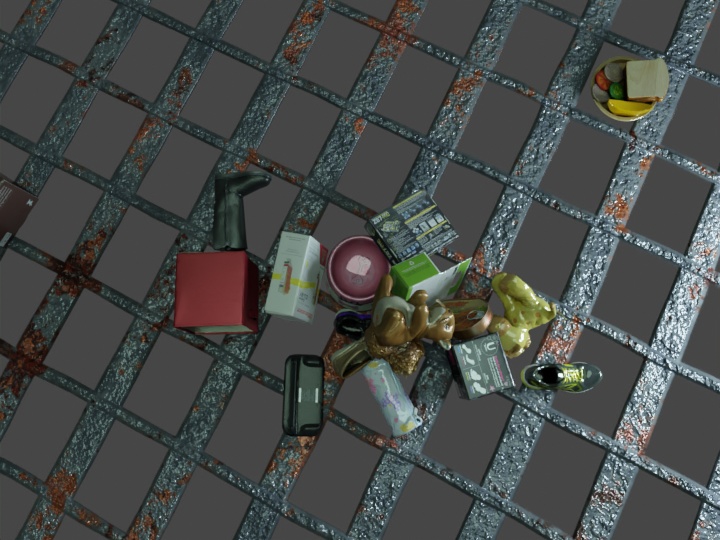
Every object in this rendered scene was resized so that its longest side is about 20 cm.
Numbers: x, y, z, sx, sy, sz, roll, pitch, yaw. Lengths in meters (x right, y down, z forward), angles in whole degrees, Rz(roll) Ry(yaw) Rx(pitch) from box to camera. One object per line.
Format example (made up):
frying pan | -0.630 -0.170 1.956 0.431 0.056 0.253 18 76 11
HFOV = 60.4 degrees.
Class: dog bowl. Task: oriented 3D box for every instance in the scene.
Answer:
dog bowl | 0.000 0.000 1.593 0.196 0.074 0.205 -1 79 3

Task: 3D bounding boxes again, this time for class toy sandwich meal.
toy sandwich meal | 0.719 -0.495 1.652 0.200 0.070 0.210 0 79 2

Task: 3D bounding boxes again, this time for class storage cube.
storage cube | -0.353 0.060 1.549 0.195 0.171 0.184 -3 78 3

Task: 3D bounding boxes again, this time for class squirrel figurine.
squirrel figurine | 0.115 0.137 1.409 0.183 0.142 0.203 13 118 -19

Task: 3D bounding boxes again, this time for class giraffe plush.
giraffe plush | 0.373 0.123 1.508 0.199 0.173 0.163 37 88 20

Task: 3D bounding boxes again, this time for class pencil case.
pencil case | 0.076 0.306 1.522 0.082 0.091 0.202 -22 76 -28

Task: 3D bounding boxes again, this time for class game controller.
game controller | -0.144 0.315 1.564 0.102 0.042 0.205 4 80 -12

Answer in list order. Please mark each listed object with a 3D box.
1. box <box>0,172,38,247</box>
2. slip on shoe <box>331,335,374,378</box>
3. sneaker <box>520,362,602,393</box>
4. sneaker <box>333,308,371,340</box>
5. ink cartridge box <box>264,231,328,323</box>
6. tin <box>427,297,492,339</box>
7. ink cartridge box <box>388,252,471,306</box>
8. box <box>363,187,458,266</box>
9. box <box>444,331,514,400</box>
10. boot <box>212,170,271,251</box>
box | -1.008 -0.194 1.628 0.198 0.164 0.168 31 82 8
slip on shoe | 0.023 0.188 1.483 0.197 0.077 0.061 -29 37 -3
sneaker | 0.498 0.264 1.515 0.195 0.085 0.076 -3 80 2
sneaker | 0.026 0.145 1.543 0.196 0.100 0.071 3 102 7
ink cartridge box | -0.158 0.023 1.554 0.082 0.145 0.204 9 81 17
tin | 0.233 0.119 1.513 0.042 0.198 0.113 51 56 -26
ink cartridge box | 0.163 0.024 1.528 0.197 0.149 0.076 -25 60 -25
box | 0.131 -0.102 1.582 0.198 0.049 0.162 -32 81 -27
box | 0.280 0.231 1.472 0.113 0.200 0.135 -17 79 0
boot | -0.313 -0.154 1.638 0.161 0.066 0.204 -4 76 11
